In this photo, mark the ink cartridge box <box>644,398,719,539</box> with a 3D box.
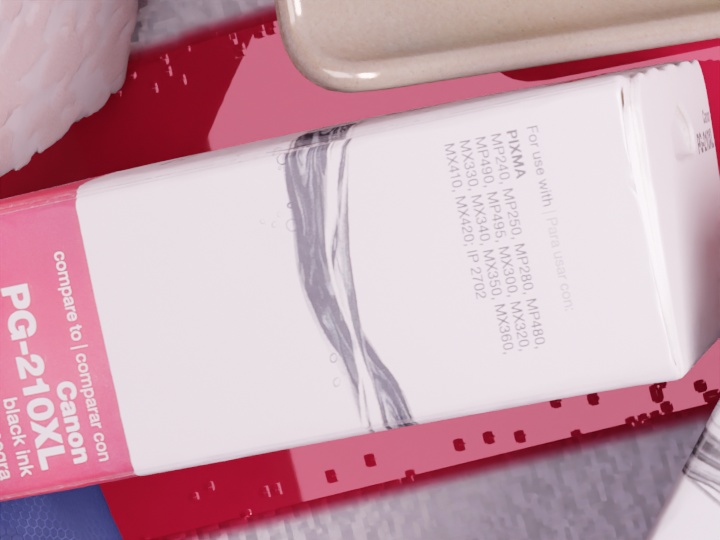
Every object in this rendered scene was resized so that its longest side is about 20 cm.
[{"bbox_3d":[0.129,0.073,0.789,0.084,0.144,0.201,30,100,10],"label":"ink cartridge box"}]

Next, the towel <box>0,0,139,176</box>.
[{"bbox_3d":[-0.116,-0.096,0.782,0.032,0.200,0.192,23,126,18],"label":"towel"}]

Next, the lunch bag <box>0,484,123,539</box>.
[{"bbox_3d":[-0.180,0.087,0.869,0.199,0.136,0.133,-30,71,13],"label":"lunch bag"}]

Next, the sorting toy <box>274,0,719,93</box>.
[{"bbox_3d":[0.049,-0.158,0.790,0.184,0.036,0.201,-11,90,-30],"label":"sorting toy"}]

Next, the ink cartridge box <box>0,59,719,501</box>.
[{"bbox_3d":[0.000,0.000,0.815,0.199,0.145,0.085,-11,93,15],"label":"ink cartridge box"}]
